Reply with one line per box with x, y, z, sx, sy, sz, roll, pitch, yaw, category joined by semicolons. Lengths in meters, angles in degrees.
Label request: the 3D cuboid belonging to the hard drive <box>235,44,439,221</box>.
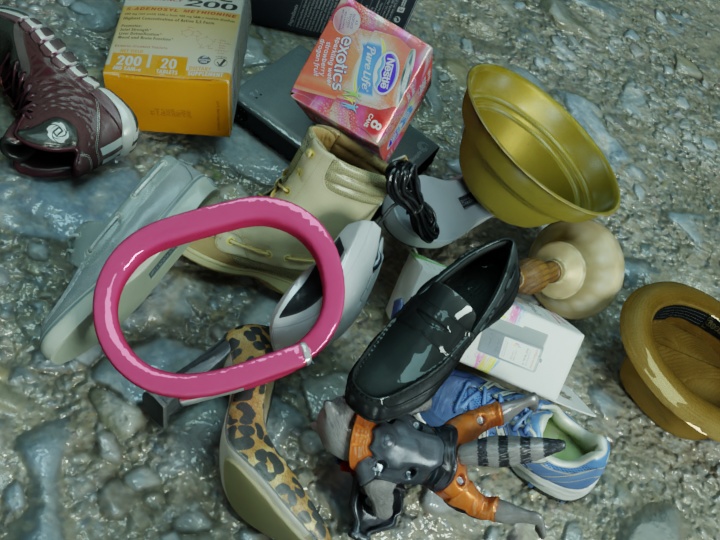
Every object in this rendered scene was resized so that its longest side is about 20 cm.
-0.027;-0.150;1.149;0.199;0.033;0.140;37;45;8;hard drive

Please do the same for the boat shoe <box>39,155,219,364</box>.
-0.203;-0.013;0.887;0.071;0.070;0.201;36;70;10;boat shoe

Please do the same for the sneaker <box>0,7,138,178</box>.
-0.311;-0.159;0.990;0.199;0.076;0.116;37;48;7;sneaker

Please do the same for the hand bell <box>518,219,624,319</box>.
0.175;0.001;1.009;0.104;0.104;0.199;47;21;18;hand bell

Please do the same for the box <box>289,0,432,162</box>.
0.005;-0.173;1.016;0.094;0.104;0.200;31;1;3;box

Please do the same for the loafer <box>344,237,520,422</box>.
0.059;0.040;0.837;0.068;0.071;0.200;33;51;23;loafer

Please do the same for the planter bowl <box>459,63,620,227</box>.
0.160;-0.105;1.070;0.199;0.084;0.202;28;35;-21;planter bowl

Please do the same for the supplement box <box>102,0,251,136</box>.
-0.182;-0.233;1.097;0.124;0.074;0.202;3;48;-2;supplement box

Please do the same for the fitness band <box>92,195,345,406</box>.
-0.108;0.021;0.831;0.197;0.037;0.146;-16;81;-11;fitness band

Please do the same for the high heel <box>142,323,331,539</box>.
-0.061;0.126;0.861;0.199;0.072;0.142;40;48;20;high heel

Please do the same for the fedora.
0.326;0.106;1.061;0.198;0.082;0.203;18;46;-19;fedora

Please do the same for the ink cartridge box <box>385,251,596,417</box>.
0.128;0.056;0.980;0.197;0.068;0.117;23;6;-6;ink cartridge box

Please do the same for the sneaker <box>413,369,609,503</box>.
0.129;0.129;0.941;0.197;0.077;0.076;24;57;-1;sneaker

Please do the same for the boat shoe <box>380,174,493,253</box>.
0.065;-0.056;1.079;0.201;0.086;0.075;-25;88;-54;boat shoe

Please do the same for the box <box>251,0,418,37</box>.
-0.040;-0.364;1.279;0.197;0.108;0.150;8;49;-19;box

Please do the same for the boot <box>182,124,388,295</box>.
-0.080;-0.066;0.954;0.197;0.157;0.073;23;30;-8;boot

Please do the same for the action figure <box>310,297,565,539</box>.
0.057;0.117;0.852;0.190;0.105;0.204;6;76;-10;action figure

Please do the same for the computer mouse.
0.000;0.000;0.907;0.044;0.110;0.201;29;69;27;computer mouse
